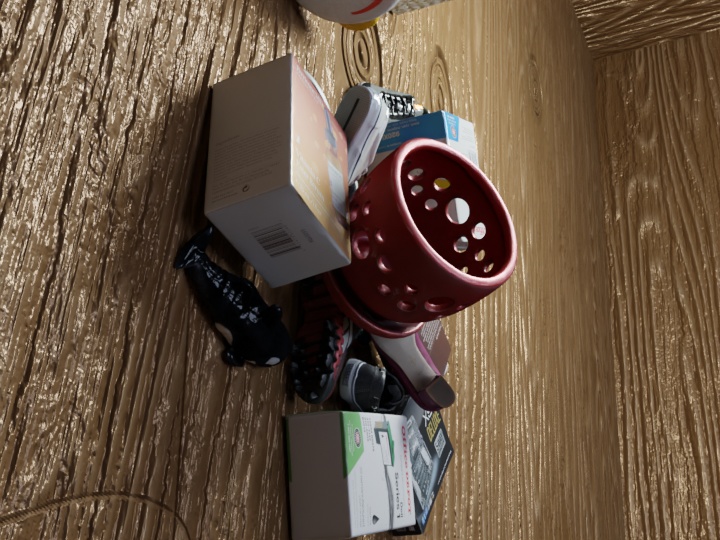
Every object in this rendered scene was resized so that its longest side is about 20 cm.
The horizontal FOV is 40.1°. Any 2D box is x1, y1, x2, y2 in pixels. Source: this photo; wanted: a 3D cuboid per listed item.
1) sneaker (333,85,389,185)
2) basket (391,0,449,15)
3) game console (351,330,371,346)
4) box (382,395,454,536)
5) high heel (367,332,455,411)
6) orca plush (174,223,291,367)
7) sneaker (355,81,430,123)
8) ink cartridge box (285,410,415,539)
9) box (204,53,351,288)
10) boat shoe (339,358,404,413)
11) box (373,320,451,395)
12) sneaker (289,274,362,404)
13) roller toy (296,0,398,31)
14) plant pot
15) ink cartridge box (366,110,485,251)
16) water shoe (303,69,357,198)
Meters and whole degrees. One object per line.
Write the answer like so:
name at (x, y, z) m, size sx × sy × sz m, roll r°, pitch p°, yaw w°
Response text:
sneaker at (-0.021, -0.132, 1.249) m, size 0.071 × 0.073 × 0.201 m, roll 21°, pitch 103°, yaw -54°
basket at (0.102, -0.558, 1.659) m, size 0.161 × 0.196 × 0.202 m, roll -6°, pitch 86°, yaw -71°
game console at (0.000, 0.000, 1.405) m, size 0.200 × 0.031 × 0.178 m, roll -43°, pitch 121°, yaw -63°
box at (0.072, 0.260, 1.442) m, size 0.200 × 0.049 × 0.159 m, roll -54°, pitch 130°, yaw -59°
high heel at (0.051, 0.106, 1.328) m, size 0.201 × 0.067 × 0.096 m, roll 58°, pitch -14°, yaw 0°
orca plush at (-0.116, 0.033, 1.073) m, size 0.106 × 0.070 × 0.201 m, roll -68°, pitch 141°, yaw -51°
sneaker at (0.049, -0.258, 1.561) m, size 0.200 × 0.079 × 0.075 m, roll 2°, pitch 81°, yaw -65°
ink cartridge box at (-0.008, 0.250, 1.218) m, size 0.200 × 0.084 × 0.148 m, roll 19°, pitch 64°, yaw -63°
box at (-0.089, -0.112, 1.115) m, size 0.152 × 0.105 × 0.201 m, roll 51°, pitch 28°, yaw -48°
boat shoe at (0.025, 0.159, 1.304) m, size 0.200 × 0.066 × 0.071 m, roll 61°, pitch 43°, yaw -68°
box at (0.058, 0.066, 1.386) m, size 0.201 × 0.074 × 0.100 m, roll 65°, pitch 26°, yaw -24°
sneaker at (-0.037, 0.081, 1.235) m, size 0.098 × 0.070 × 0.202 m, roll 48°, pitch 37°, yaw -47°
roller toy at (-0.018, -0.438, 1.350) m, size 0.181 × 0.200 × 0.141 m, roll 25°, pitch 50°, yaw -20°
plant pot at (0.058, -0.030, 1.188) m, size 0.199 × 0.182 × 0.202 m, roll 26°, pitch 47°, yaw -31°
ink cartridge box at (0.103, -0.128, 1.546) m, size 0.147 × 0.143 × 0.202 m, roll 2°, pitch 79°, yaw -66°
water shoe at (-0.065, -0.180, 1.305) m, size 0.079 × 0.071 × 0.201 m, roll -107°, pitch 176°, yaw -59°
